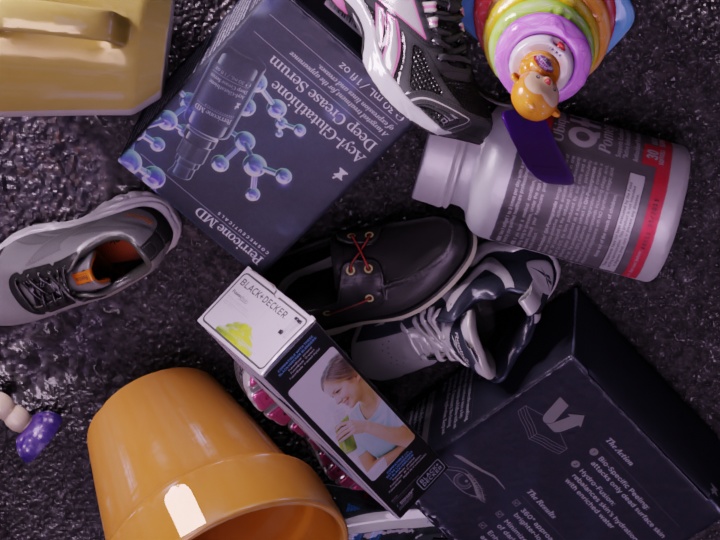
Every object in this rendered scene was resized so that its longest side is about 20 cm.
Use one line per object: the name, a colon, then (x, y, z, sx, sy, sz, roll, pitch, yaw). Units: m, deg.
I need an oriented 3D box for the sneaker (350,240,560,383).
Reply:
sneaker: (0.070, 0.050, 1.623, 0.199, 0.130, 0.080, -24, 110, 19)

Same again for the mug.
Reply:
mug: (-0.222, -0.172, 1.525, 0.153, 0.187, 0.150, 7, 124, -5)

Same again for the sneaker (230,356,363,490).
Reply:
sneaker: (-0.040, 0.111, 1.709, 0.074, 0.087, 0.200, -46, 128, 3)

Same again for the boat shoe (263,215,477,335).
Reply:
boat shoe: (0.000, 0.002, 1.620, 0.201, 0.074, 0.063, -20, 146, 30)

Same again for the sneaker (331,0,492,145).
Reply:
sneaker: (0.043, -0.185, 1.479, 0.086, 0.080, 0.200, -44, 65, 29)

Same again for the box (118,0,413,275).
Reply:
box: (-0.064, -0.125, 1.563, 0.148, 0.107, 0.200, 39, 117, -13)

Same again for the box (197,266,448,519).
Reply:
box: (-0.029, 0.096, 1.579, 0.060, 0.117, 0.200, -45, 128, -7)

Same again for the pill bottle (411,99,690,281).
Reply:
pill bottle: (0.145, -0.068, 1.561, 0.199, 0.111, 0.111, 15, 119, -1)

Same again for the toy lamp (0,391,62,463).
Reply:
toy lamp: (-0.348, 0.084, 1.743, 0.200, 0.058, 0.058, 40, 116, -16)

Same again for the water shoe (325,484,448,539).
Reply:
water shoe: (-0.005, 0.232, 1.764, 0.199, 0.072, 0.079, -7, 119, 12)

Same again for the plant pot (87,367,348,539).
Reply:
plant pot: (-0.138, 0.187, 1.675, 0.200, 0.183, 0.200, -20, 144, -16)

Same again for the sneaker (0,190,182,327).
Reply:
sneaker: (-0.243, -0.002, 1.669, 0.200, 0.079, 0.074, -24, 114, 20)

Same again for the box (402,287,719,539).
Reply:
box: (0.164, 0.158, 1.674, 0.200, 0.118, 0.197, -37, 108, 24)

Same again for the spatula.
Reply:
spatula: (0.092, -0.138, 1.513, 0.200, 0.056, 0.021, 52, 121, 28)

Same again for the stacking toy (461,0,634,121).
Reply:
stacking toy: (0.130, -0.160, 1.463, 0.116, 0.200, 0.110, 40, 116, -12)
